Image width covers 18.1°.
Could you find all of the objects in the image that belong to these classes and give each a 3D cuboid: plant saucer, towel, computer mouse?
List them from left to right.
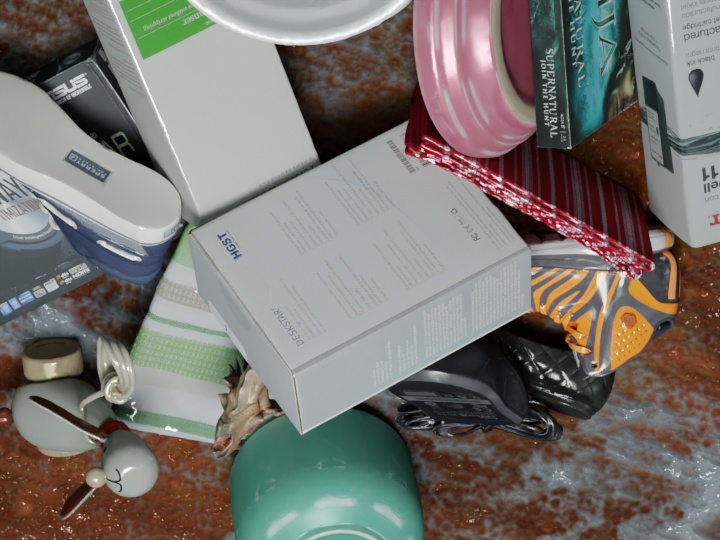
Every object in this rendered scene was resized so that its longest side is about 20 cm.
[{"bbox_3d":[-0.100,0.057,1.776,0.149,0.031,0.201,12,123,-20],"label":"towel"},{"bbox_3d":[0.074,0.083,1.720,0.138,0.200,0.053,4,74,17],"label":"computer mouse"},{"bbox_3d":[0.103,-0.177,1.558,0.051,0.201,0.201,6,122,30],"label":"plant saucer"},{"bbox_3d":[0.122,-0.069,1.646,0.199,0.145,0.023,29,111,-9],"label":"towel"}]

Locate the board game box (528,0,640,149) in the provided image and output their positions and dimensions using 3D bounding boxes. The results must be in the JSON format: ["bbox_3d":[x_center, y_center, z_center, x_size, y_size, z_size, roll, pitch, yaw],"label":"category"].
[{"bbox_3d":[0.155,-0.199,1.564,0.028,0.135,0.201,6,112,28],"label":"board game box"}]

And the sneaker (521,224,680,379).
[{"bbox_3d":[0.145,0.030,1.719,0.199,0.078,0.113,-5,96,9],"label":"sneaker"}]

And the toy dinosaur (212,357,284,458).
[{"bbox_3d":[-0.031,0.060,1.730,0.199,0.086,0.136,-13,137,-16],"label":"toy dinosaur"}]

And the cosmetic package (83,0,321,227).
[{"bbox_3d":[-0.116,-0.141,1.649,0.107,0.085,0.201,-30,115,-14],"label":"cosmetic package"}]

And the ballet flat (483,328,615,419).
[{"bbox_3d":[0.107,0.055,1.776,0.199,0.066,0.057,27,74,-8],"label":"ballet flat"}]

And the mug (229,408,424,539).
[{"bbox_3d":[-0.010,0.204,1.809,0.184,0.115,0.153,8,123,-14],"label":"mug"}]

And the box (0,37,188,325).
[{"bbox_3d":[-0.242,-0.066,1.742,0.199,0.044,0.161,-25,113,17],"label":"box"}]

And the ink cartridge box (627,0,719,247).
[{"bbox_3d":[0.277,-0.133,1.609,0.146,0.083,0.201,-16,118,-9],"label":"ink cartridge box"}]

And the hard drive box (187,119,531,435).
[{"bbox_3d":[0.000,0.000,1.632,0.199,0.156,0.077,-27,145,-16],"label":"hard drive box"}]

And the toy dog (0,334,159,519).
[{"bbox_3d":[-0.237,0.125,1.767,0.096,0.200,0.132,-18,95,-22],"label":"toy dog"}]

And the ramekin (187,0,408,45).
[{"bbox_3d":[-0.040,-0.256,1.462,0.199,0.098,0.201,0,116,0],"label":"ramekin"}]

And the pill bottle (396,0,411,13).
[{"bbox_3d":[-0.035,-0.271,1.572,0.113,0.114,0.201,-15,115,13],"label":"pill bottle"}]

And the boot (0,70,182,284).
[{"bbox_3d":[-0.227,-0.064,1.679,0.200,0.073,0.090,35,145,6],"label":"boot"}]
